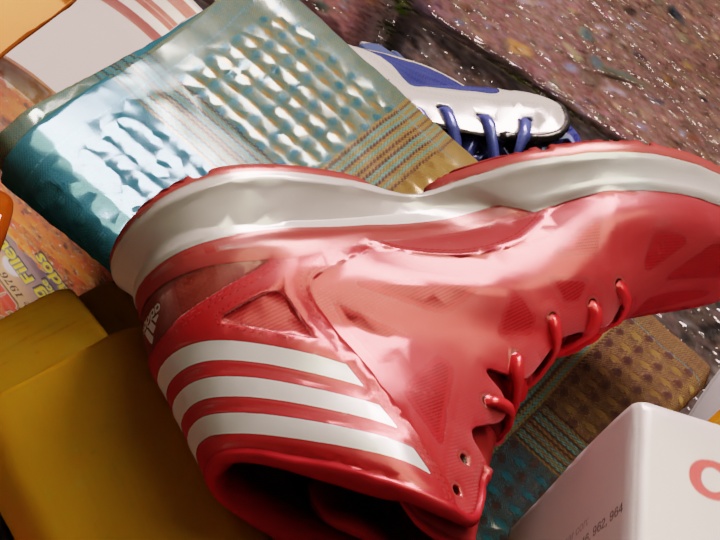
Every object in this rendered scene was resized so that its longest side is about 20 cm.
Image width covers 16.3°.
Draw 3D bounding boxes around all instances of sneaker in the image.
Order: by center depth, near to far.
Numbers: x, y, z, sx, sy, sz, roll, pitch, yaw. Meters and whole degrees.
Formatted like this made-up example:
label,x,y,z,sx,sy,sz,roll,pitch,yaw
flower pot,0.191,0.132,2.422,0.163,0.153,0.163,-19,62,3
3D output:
label,x,y,z,sx,sy,sz,roll,pitch,yaw
sneaker,0.035,0.032,0.697,0.199,0.078,0.116,-5,60,-22
sneaker,0.013,-0.042,0.882,0.115,0.081,0.199,15,12,29

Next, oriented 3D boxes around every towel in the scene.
label,x,y,z,sx,sy,sz,roll,pitch,yaw
towel,0.000,0.000,0.766,0.200,0.022,0.147,42,42,10

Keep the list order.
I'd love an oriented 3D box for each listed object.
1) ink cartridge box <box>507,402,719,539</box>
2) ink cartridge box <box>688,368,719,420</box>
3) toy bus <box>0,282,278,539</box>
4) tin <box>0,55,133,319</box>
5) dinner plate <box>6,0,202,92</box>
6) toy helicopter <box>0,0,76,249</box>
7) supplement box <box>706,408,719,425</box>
label,x,y,z,sx,sy,sz,roll,pitch,yaw
ink cartridge box,0.111,0.151,0.631,0.145,0.084,0.201,17,53,-14
ink cartridge box,0.214,0.122,0.995,0.145,0.085,0.200,27,31,-15
toy bus,-0.053,0.088,0.691,0.201,0.065,0.078,58,-8,27
tin,-0.101,0.011,0.832,0.200,0.042,0.112,52,26,2
dinner plate,-0.099,-0.058,0.964,0.200,0.024,0.201,32,37,-28
toy helicopter,-0.125,-0.009,0.637,0.079,0.133,0.200,25,31,-14
supplement box,0.201,0.104,0.817,0.200,0.126,0.074,48,6,7
